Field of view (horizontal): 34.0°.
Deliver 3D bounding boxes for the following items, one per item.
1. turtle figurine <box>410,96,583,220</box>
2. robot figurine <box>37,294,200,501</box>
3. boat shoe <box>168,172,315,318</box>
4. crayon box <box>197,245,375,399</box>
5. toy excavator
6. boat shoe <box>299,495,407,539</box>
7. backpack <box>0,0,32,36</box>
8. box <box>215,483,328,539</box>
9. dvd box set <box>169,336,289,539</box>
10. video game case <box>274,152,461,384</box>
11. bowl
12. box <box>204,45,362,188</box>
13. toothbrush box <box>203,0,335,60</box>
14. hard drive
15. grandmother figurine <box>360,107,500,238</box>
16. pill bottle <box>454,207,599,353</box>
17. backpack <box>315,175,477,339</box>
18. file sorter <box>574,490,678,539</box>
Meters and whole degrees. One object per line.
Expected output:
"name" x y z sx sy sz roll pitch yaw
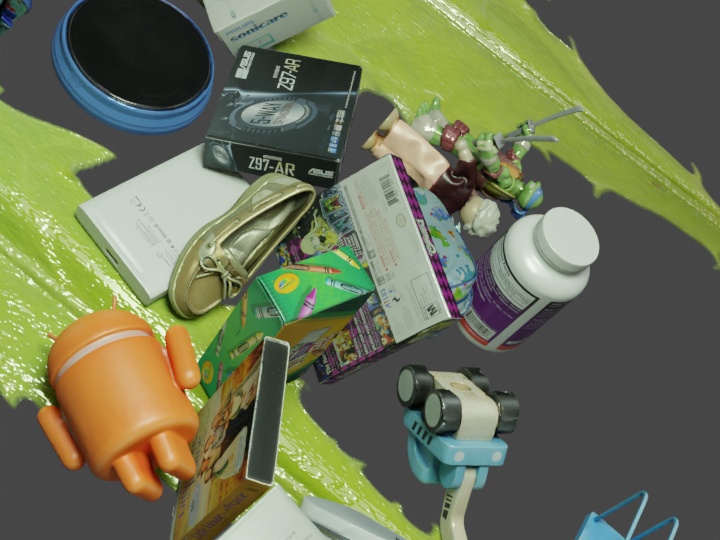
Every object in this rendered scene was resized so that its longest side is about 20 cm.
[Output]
"turtle figurine" 0.173 -0.180 1.531 0.193 0.201 0.144 29 53 11
"robot figurine" -0.230 0.122 1.144 0.116 0.144 0.201 -6 56 -48
"boat shoe" -0.130 -0.027 1.295 0.201 0.063 0.073 -47 126 -21
"crayon box" -0.082 0.062 1.216 0.118 0.200 0.059 -20 71 -37
"toy excavator" 0.106 0.226 1.294 0.099 0.202 0.194 4 18 -26
"boat shoe" 0.018 0.300 1.206 0.199 0.074 0.066 27 91 12
"backpack" -0.432 -0.309 1.276 0.134 0.182 0.202 31 63 -30
"box" -0.127 0.323 1.025 0.131 0.199 0.200 47 50 5
"dvd box set" -0.126 0.170 1.121 0.029 0.200 0.147 20 53 -20
"video game case" 0.000 0.000 1.312 0.036 0.180 0.202 11 55 -59
"bowl" -0.269 -0.256 1.419 0.199 0.039 0.202 15 55 -22
"box" -0.089 -0.188 1.420 0.159 0.044 0.201 11 43 2
"toothbrush box" -0.136 -0.392 1.503 0.145 0.085 0.201 -24 66 8
"hard drive" -0.205 -0.059 1.337 0.199 0.027 0.132 -34 81 -39
"grandmother figurine" 0.099 -0.117 1.492 0.200 0.121 0.061 42 36 -5
"pill bottle" 0.197 0.010 1.407 0.112 0.200 0.113 14 54 -21
"backpack" 0.049 -0.015 1.393 0.162 0.153 0.202 -9 77 -40
"file sorter" 0.336 0.365 1.311 0.200 0.123 0.139 40 49 0
